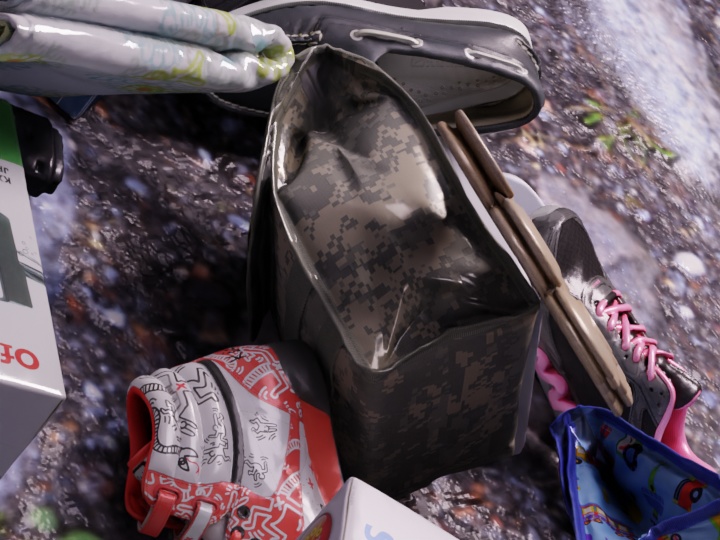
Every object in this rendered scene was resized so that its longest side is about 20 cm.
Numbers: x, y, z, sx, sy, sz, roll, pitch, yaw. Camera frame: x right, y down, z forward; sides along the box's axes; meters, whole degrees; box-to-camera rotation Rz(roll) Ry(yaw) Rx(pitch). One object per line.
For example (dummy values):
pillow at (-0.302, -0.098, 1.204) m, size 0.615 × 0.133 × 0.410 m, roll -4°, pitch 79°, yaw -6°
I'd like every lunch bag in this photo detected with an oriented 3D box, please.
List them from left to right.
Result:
lunch bag at (0.000, 0.000, 1.485) m, size 0.117 × 0.164 × 0.200 m, roll -22°, pitch 62°, yaw -15°
lunch bag at (0.164, 0.160, 1.486) m, size 0.151 × 0.094 × 0.200 m, roll 61°, pitch 0°, yaw -20°

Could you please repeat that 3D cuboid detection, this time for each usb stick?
usb stick at (-0.246, -0.089, 1.467) m, size 0.200 × 0.033 × 0.055 m, roll 22°, pitch 33°, yaw -29°

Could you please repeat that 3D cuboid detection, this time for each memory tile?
memory tile at (0.091, -0.001, 1.407) m, size 0.153 × 0.017 × 0.200 m, roll 58°, pitch 3°, yaw 12°

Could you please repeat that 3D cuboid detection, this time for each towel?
towel at (-0.161, -0.117, 1.425) m, size 0.200 × 0.171 × 0.048 m, roll 5°, pitch 90°, yaw -50°

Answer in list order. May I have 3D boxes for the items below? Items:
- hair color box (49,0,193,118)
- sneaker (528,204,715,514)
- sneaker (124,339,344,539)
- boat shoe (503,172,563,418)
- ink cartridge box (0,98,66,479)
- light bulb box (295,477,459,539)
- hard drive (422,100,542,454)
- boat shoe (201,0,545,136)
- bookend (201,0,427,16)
hair color box at (-0.202, -0.187, 1.598) m, size 0.200 × 0.061 × 0.100 m, roll 42°, pitch 33°, yaw -1°
sneaker at (0.149, 0.054, 1.589) m, size 0.079 × 0.095 × 0.200 m, roll -32°, pitch 107°, yaw -51°
sneaker at (-0.055, 0.136, 1.389) m, size 0.108 × 0.067 × 0.202 m, roll -9°, pitch 73°, yaw -23°
boat shoe at (0.116, 0.031, 1.677) m, size 0.200 × 0.070 × 0.066 m, roll 55°, pitch -4°, yaw -2°
ink cartridge box at (-0.233, -0.004, 1.337) m, size 0.146 × 0.083 × 0.200 m, roll 16°, pitch 41°, yaw -34°
light bulb box at (0.017, 0.233, 1.222) m, size 0.200 × 0.198 × 0.125 m, roll 32°, pitch 32°, yaw -13°
hard drive at (0.057, -0.010, 1.604) m, size 0.027 × 0.132 × 0.200 m, roll -11°, pitch 51°, yaw -12°
boat shoe at (0.004, -0.109, 1.546) m, size 0.200 × 0.076 × 0.060 m, roll -5°, pitch 40°, yaw -9°
bookend at (-0.048, -0.190, 1.666) m, size 0.200 × 0.092 × 0.199 m, roll 36°, pitch 27°, yaw -55°
